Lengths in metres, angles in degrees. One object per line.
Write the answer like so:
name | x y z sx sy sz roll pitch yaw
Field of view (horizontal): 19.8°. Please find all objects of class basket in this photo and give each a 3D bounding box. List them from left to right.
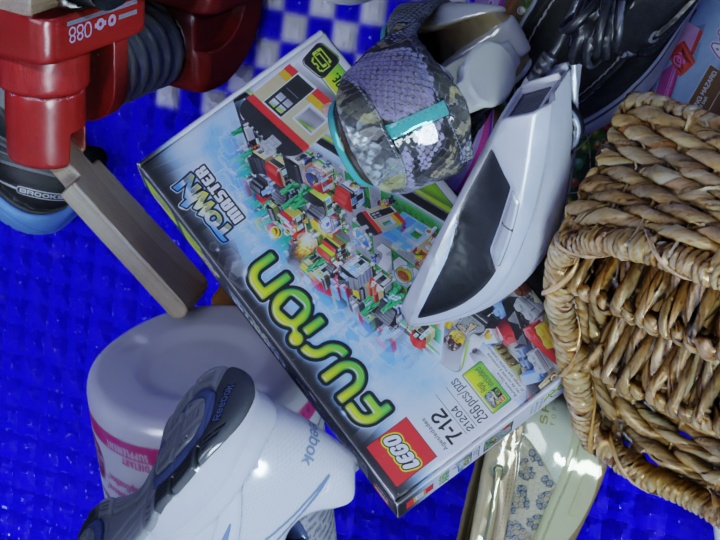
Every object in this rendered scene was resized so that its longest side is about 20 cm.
basket | 0.163 0.034 0.817 0.200 0.143 0.149 29 91 38

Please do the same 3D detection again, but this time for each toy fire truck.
toy fire truck | -0.110 -0.097 1.034 0.128 0.176 0.201 18 118 28

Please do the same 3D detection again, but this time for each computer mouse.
computer mouse | 0.077 -0.051 0.857 0.044 0.110 0.201 29 121 4

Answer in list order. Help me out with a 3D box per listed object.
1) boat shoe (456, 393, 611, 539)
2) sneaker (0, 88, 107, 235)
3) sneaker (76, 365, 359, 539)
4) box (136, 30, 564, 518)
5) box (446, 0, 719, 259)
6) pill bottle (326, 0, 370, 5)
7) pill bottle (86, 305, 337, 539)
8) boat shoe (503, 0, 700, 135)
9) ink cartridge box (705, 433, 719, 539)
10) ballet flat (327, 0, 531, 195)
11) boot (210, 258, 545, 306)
boat shoe | 0.057 0.141 0.997 0.062 0.073 0.201 18 110 -10
sneaker | -0.208 -0.116 1.150 0.083 0.071 0.200 -40 80 24
sneaker | -0.076 0.129 0.928 0.087 0.075 0.200 28 130 -19
box | 0.000 0.000 0.944 0.110 0.035 0.200 -37 76 -8
box | 0.118 -0.104 0.961 0.137 0.039 0.201 38 114 24
pill bottle | 0.041 -0.190 0.917 0.200 0.111 0.112 -23 83 53
pill bottle | -0.068 0.129 1.034 0.113 0.113 0.201 13 125 30
boat shoe | 0.124 -0.135 0.897 0.069 0.057 0.200 49 117 17
ink cartridge box | 0.240 0.057 0.870 0.199 0.050 0.163 -17 66 35
ballet flat | 0.040 -0.082 0.889 0.072 0.200 0.072 3 108 10
boot | 0.023 0.030 1.031 0.201 0.071 0.144 39 126 14
